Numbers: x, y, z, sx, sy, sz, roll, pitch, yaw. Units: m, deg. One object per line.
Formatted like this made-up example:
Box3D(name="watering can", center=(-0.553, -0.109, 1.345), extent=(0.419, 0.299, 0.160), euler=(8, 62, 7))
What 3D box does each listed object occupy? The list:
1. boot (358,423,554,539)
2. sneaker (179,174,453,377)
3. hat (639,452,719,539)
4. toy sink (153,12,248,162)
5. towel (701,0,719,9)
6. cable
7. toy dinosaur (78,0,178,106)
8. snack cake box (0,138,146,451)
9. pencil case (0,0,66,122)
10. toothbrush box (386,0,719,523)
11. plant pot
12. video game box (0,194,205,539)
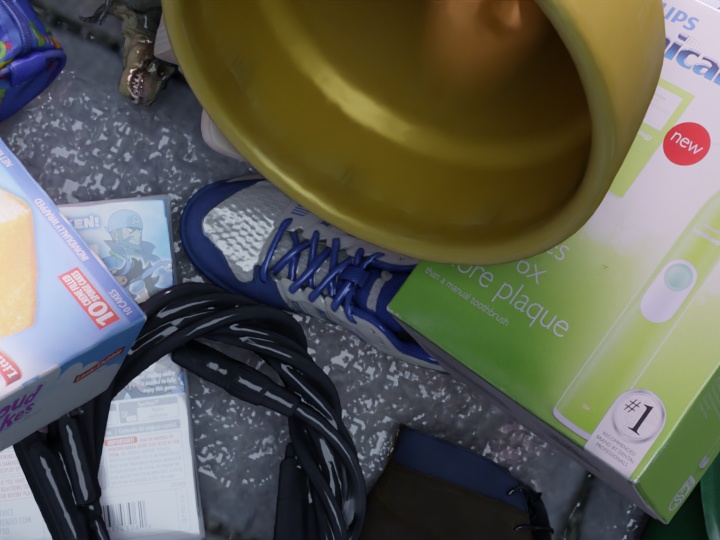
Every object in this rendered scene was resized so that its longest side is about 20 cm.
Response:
Box3D(name="boot", center=(0.084, 0.147, 0.747), extent=(0.198, 0.075, 0.098), euler=(13, 78, 23))
Box3D(name="sneaker", center=(0.000, 0.000, 0.757), extent=(0.198, 0.088, 0.076), euler=(20, 89, -5))
Box3D(name="hat", center=(0.175, 0.166, 0.813), extent=(0.200, 0.175, 0.167), euler=(-35, 97, -46))
Box3D(name="toy sink", center=(-0.024, -0.143, 0.728), extent=(0.129, 0.112, 0.203), euler=(11, 85, -27))
Box3D(name="towel", center=(0.203, -0.108, 0.759), extent=(0.110, 0.049, 0.202), euler=(-9, 61, -9))
Box3D(name="cable", center=(-0.078, 0.112, 0.728), extent=(0.162, 0.051, 0.202), euler=(-25, 89, -13))
Box3D(name="toy dinosaur", center=(-0.138, -0.185, 0.765), extent=(0.087, 0.047, 0.203), euler=(2, 85, -11))
Box3D(name="snack cake box", center=(-0.208, -0.011, 0.656), extent=(0.200, 0.067, 0.115), euler=(49, 45, 12))
Box3D(name="pencil case", center=(-0.231, -0.168, 0.730), extent=(0.078, 0.087, 0.201), euler=(-36, 96, -40))
Box3D(name="toothbrush box", center=(0.133, -0.012, 0.659), extent=(0.145, 0.086, 0.201), euler=(35, 84, 30))
Box3D(name="plant pot", center=(0.046, -0.137, 0.605), extent=(0.200, 0.201, 0.190), euler=(37, 57, -6))
Box3D(name="video game box", center=(-0.189, 0.061, 0.753), extent=(0.197, 0.047, 0.185), euler=(-6, 93, -8))
